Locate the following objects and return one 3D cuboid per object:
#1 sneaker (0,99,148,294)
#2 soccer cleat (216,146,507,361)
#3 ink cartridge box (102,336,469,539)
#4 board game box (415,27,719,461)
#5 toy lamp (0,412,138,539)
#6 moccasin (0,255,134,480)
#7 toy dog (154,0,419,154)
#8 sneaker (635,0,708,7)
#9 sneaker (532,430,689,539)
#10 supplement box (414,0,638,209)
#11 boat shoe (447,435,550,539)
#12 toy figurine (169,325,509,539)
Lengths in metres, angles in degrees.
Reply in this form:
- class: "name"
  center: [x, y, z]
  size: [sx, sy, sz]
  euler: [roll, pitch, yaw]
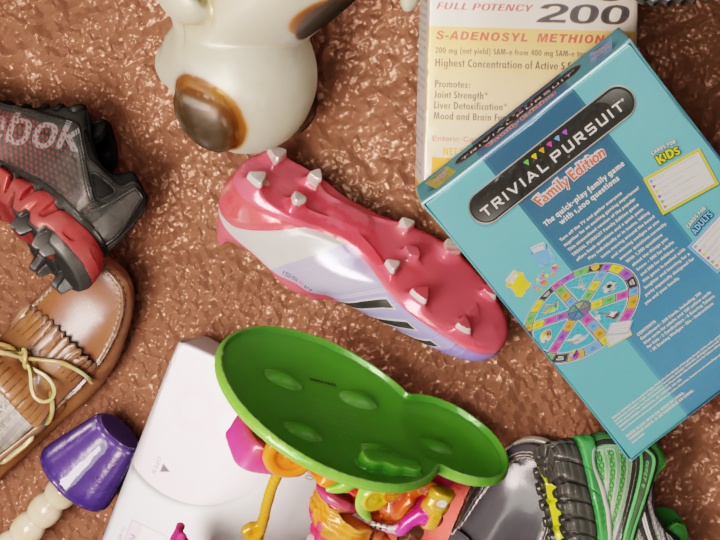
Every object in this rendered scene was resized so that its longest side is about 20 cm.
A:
- class: "sneaker"
  center: [-0.211, -0.073, 1.771]
  size: [0.098, 0.071, 0.200]
  euler: [-42, 60, -16]
- class: "soccer cleat"
  center: [0.000, 0.000, 1.730]
  size: [0.200, 0.067, 0.076]
  euler: [33, 136, 5]
- class: "ink cartridge box"
  center: [-0.050, 0.153, 1.765]
  size: [0.200, 0.057, 0.163]
  euler: [26, 103, 17]
- class: "board game box"
  center: [0.152, -0.015, 1.615]
  size: [0.151, 0.047, 0.200]
  euler: [-38, 103, 6]
- class: "toy lamp"
  center: [-0.218, 0.172, 1.812]
  size: [0.058, 0.058, 0.200]
  euler: [44, 108, 7]
- class: "moccasin"
  center: [-0.219, 0.070, 1.787]
  size: [0.201, 0.078, 0.074]
  euler: [-42, 84, 17]
- class: "toy dog"
  center: [-0.053, -0.167, 1.684]
  size: [0.194, 0.140, 0.200]
  euler: [30, 116, 15]
- class: "sneaker"
  center: [0.237, -0.212, 1.594]
  size: [0.200, 0.070, 0.090]
  euler: [-10, 70, -14]
- class: "sneaker"
  center: [0.165, 0.191, 1.690]
  size: [0.085, 0.078, 0.200]
  euler: [-13, 107, -11]
- class: "supplement box"
  center: [0.098, -0.137, 1.653]
  size: [0.126, 0.074, 0.200]
  euler: [1, 98, -2]
- class: "boat shoe"
  center: [0.075, 0.198, 1.724]
  size: [0.073, 0.063, 0.200]
  euler: [27, 103, 14]
- class: "toy figurine"
  center: [-0.036, 0.156, 1.708]
  size: [0.200, 0.150, 0.184]
  euler: [15, 118, -28]
